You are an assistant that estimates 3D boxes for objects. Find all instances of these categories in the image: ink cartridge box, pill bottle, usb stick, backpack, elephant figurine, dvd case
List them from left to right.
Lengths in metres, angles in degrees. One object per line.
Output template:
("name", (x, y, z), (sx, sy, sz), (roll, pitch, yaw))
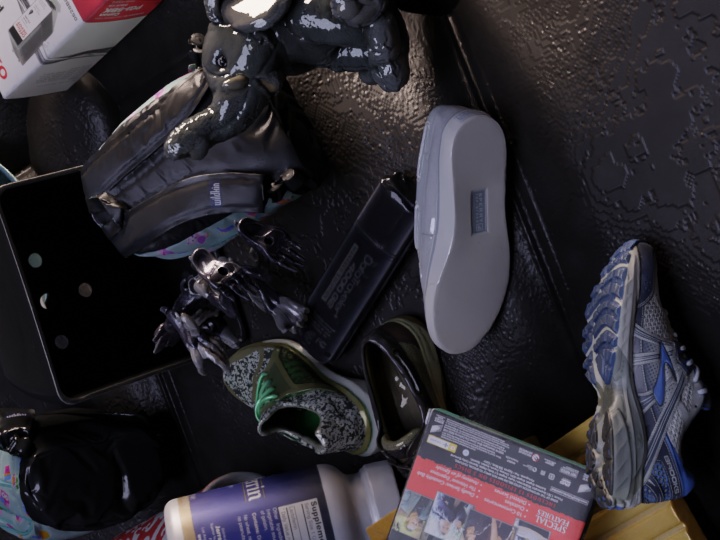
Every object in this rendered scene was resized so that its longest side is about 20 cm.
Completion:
("backpack", (-0.304, 0.199, 1.783), (0.200, 0.166, 0.127), (1, 92, 55))
("ink cartridge box", (-0.286, -0.271, 1.685), (0.200, 0.083, 0.147), (-34, 80, 43))
("backpack", (-0.137, -0.087, 1.551), (0.200, 0.126, 0.167), (-33, 71, 19))
("elephant figurine", (-0.068, -0.191, 1.432), (0.199, 0.155, 0.142), (-11, 115, 10))
("pill bottle", (-0.060, 0.230, 1.536), (0.116, 0.199, 0.116), (167, 90, -85))
("usb stick", (0.000, 0.000, 1.536), (0.055, 0.033, 0.200), (44, 128, 16))
("dvd case", (0.089, 0.223, 1.378), (0.146, 0.022, 0.201), (20, 93, 18))

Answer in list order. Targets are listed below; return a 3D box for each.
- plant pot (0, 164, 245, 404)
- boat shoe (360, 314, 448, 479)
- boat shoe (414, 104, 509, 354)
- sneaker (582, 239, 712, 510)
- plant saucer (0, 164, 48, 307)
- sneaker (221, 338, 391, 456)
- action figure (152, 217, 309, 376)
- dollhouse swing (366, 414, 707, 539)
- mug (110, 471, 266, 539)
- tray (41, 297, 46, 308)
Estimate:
("plant pot", (-0.257, 0.013, 1.681), (0.177, 0.200, 0.200), (-18, 90, 56))
("boat shoe", (0.044, 0.140, 1.513), (0.073, 0.065, 0.201), (-21, 88, 44))
("boat shoe", (0.072, -0.035, 1.439), (0.068, 0.072, 0.201), (34, 133, 57))
("sneaker", (0.215, 0.078, 1.337), (0.077, 0.085, 0.201), (152, 121, -75))
("plant saucer", (-0.375, -0.025, 1.873), (0.201, 0.039, 0.202), (14, 112, 39))
("sneaker", (-0.066, 0.115, 1.590), (0.200, 0.088, 0.077), (17, 112, 43))
("action figure", (-0.112, 0.034, 1.536), (0.102, 0.119, 0.200), (49, 155, 6))
("dollhouse swing", (0.142, 0.233, 1.388), (0.200, 0.181, 0.176), (61, 153, 11))
("mug", (-0.155, 0.298, 1.697), (0.200, 0.133, 0.178), (-27, 68, 47))
("tray", (-0.391, -0.021, 1.847), (0.107, 0.022, 0.201), (-31, 81, 44))
